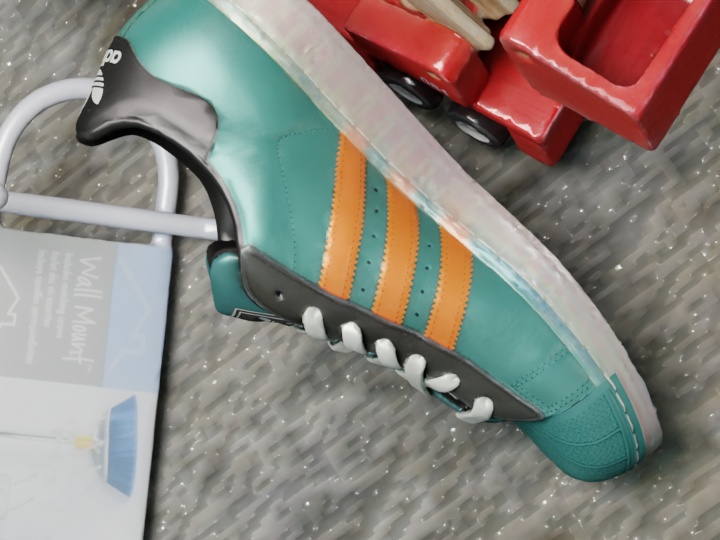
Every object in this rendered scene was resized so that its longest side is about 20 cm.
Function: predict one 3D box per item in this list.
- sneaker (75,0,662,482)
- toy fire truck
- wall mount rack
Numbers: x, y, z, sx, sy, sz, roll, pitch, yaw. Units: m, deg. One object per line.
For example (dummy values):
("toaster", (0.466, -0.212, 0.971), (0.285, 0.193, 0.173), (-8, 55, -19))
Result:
("sneaker", (0.000, 0.000, 0.802), (0.080, 0.071, 0.200), (-45, 92, -10))
("toy fire truck", (0.018, -0.087, 0.788), (0.200, 0.141, 0.049), (30, 83, 20))
("wall mount rack", (-0.061, 0.041, 0.852), (0.173, 0.075, 0.201), (7, 89, -18))
